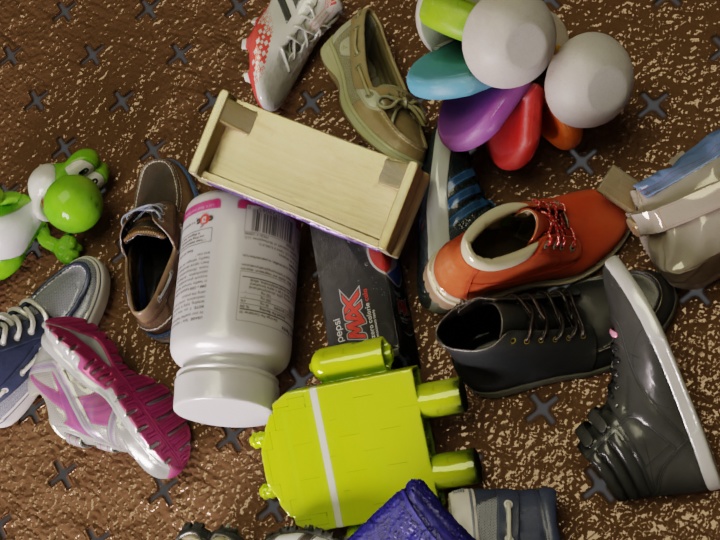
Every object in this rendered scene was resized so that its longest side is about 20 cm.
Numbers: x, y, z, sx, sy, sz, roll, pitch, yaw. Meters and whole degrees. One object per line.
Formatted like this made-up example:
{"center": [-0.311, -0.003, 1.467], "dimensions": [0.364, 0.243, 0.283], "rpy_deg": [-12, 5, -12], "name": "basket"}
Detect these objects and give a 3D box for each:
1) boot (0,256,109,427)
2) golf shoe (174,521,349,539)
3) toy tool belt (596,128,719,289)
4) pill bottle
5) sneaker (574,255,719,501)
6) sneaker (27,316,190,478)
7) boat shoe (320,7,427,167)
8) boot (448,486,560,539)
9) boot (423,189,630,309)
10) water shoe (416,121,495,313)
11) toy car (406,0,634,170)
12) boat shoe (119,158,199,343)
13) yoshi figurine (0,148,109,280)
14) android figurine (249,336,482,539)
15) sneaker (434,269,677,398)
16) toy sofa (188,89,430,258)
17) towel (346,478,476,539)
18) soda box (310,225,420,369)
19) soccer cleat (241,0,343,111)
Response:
{"center": [-0.334, 0.062, 1.244], "dimensions": [0.073, 0.090, 0.201], "rpy_deg": [28, 81, 30], "name": "boot"}
{"center": [-0.079, 0.269, 1.057], "dimensions": [0.199, 0.078, 0.095], "rpy_deg": [-7, 42, 29], "name": "golf shoe"}
{"center": [0.306, -0.084, 1.032], "dimensions": [0.199, 0.125, 0.123], "rpy_deg": [-34, 68, 5], "name": "toy tool belt"}
{"center": [-0.117, 0.036, 1.160], "dimensions": [0.113, 0.113, 0.201], "rpy_deg": [-5, 66, 20], "name": "pill bottle"}
{"center": [0.208, 0.094, 0.998], "dimensions": [0.099, 0.071, 0.201], "rpy_deg": [-22, 87, 13], "name": "sneaker"}
{"center": [-0.243, 0.135, 1.196], "dimensions": [0.200, 0.081, 0.088], "rpy_deg": [42, 111, 23], "name": "sneaker"}
{"center": [0.021, -0.176, 1.201], "dimensions": [0.063, 0.073, 0.201], "rpy_deg": [-48, 41, 24], "name": "boat shoe"}
{"center": [0.123, 0.272, 0.989], "dimensions": [0.090, 0.073, 0.201], "rpy_deg": [-4, 77, 1], "name": "boot"}
{"center": [0.157, -0.029, 1.052], "dimensions": [0.199, 0.107, 0.075], "rpy_deg": [-21, 75, -19], "name": "boot"}
{"center": [0.095, -0.049, 1.147], "dimensions": [0.078, 0.072, 0.201], "rpy_deg": [7, 65, -6], "name": "water shoe"}
{"center": [0.127, -0.169, 1.109], "dimensions": [0.151, 0.199, 0.175], "rpy_deg": [-63, 28, 12], "name": "toy car"}
{"center": [-0.201, -0.033, 1.247], "dimensions": [0.072, 0.072, 0.201], "rpy_deg": [-16, 63, 15], "name": "boat shoe"}
{"center": [-0.346, -0.048, 1.303], "dimensions": [0.200, 0.112, 0.112], "rpy_deg": [-38, 75, 1], "name": "yoshi figurine"}
{"center": [0.000, 0.153, 1.069], "dimensions": [0.199, 0.041, 0.183], "rpy_deg": [-14, 88, 15], "name": "android figurine"}
{"center": [0.165, 0.045, 1.043], "dimensions": [0.199, 0.106, 0.075], "rpy_deg": [-25, 61, 11], "name": "sneaker"}
{"center": [-0.044, -0.084, 1.116], "dimensions": [0.199, 0.098, 0.083], "rpy_deg": [21, 88, 8], "name": "toy sofa"}
{"center": [0.052, 0.272, 0.938], "dimensions": [0.148, 0.050, 0.200], "rpy_deg": [-42, 64, -3], "name": "towel"}
{"center": [0.000, 0.000, 1.156], "dimensions": [0.070, 0.063, 0.201], "rpy_deg": [-18, 63, 15], "name": "soda box"}
{"center": [-0.063, -0.257, 1.291], "dimensions": [0.085, 0.069, 0.201], "rpy_deg": [2, 65, 28], "name": "soccer cleat"}
